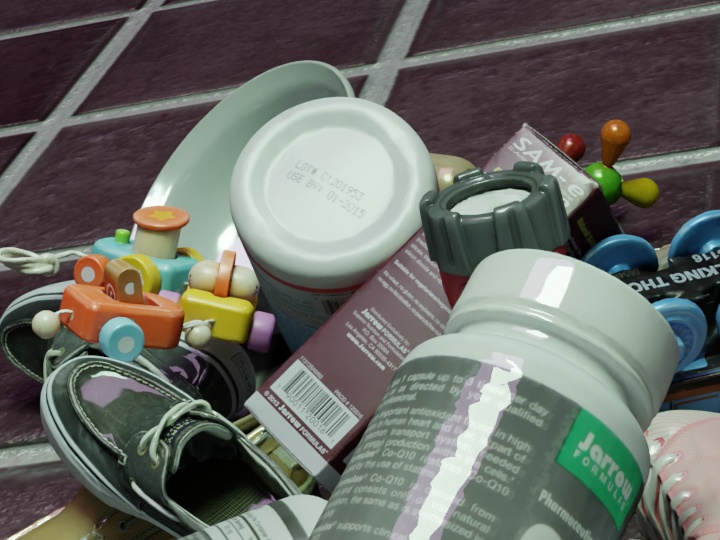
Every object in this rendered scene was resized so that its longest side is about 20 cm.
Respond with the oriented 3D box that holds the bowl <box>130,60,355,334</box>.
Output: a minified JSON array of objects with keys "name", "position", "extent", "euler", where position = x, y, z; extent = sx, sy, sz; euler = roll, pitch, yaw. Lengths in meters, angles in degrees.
[{"name":"bowl","position":[-0.052,-0.028,1.351],"extent":[0.201,0.090,0.201],"euler":[-32,36,28]}]

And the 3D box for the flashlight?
[{"name":"flashlight","position":[0.080,0.051,0.999],"extent":[0.068,0.200,0.068],"euler":[-21,24,-12]}]

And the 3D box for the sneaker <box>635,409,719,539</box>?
[{"name":"sneaker","position":[0.158,0.119,0.957],"extent":[0.105,0.075,0.200],"euler":[3,21,27]}]

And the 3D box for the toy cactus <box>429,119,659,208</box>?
[{"name":"toy cactus","position":[0.085,-0.045,1.322],"extent":[0.165,0.102,0.200],"euler":[20,38,29]}]

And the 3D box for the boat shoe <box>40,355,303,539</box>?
[{"name":"boat shoe","position":[-0.080,0.096,1.049],"extent":[0.200,0.071,0.072],"euler":[34,59,21]}]

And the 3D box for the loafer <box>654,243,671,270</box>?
[{"name":"loafer","position":[0.145,0.026,1.178],"extent":[0.200,0.072,0.063],"euler":[-23,7,11]}]

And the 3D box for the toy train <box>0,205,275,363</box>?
[{"name":"toy train","position":[-0.129,0.000,1.200],"extent":[0.150,0.056,0.200],"euler":[8,13,-27]}]

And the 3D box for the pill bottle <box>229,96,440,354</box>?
[{"name":"pill bottle","position":[0.000,0.000,1.155],"extent":[0.109,0.200,0.109],"euler":[-4,62,8]}]

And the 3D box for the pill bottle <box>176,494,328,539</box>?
[{"name":"pill bottle","position":[-0.047,0.167,0.923],"extent":[0.200,0.116,0.116],"euler":[-20,24,-13]}]

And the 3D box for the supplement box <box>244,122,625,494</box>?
[{"name":"supplement box","position":[0.046,0.032,1.072],"extent":[0.200,0.109,0.061],"euler":[-44,60,-4]}]

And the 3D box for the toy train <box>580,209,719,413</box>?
[{"name":"toy train","position":[0.187,0.034,1.065],"extent":[0.200,0.114,0.087],"euler":[-12,37,-13]}]

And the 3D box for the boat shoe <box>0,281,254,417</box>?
[{"name":"boat shoe","position":[-0.158,0.055,1.276],"extent":[0.200,0.072,0.071],"euler":[8,28,39]}]

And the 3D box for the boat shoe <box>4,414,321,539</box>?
[{"name":"boat shoe","position":[-0.123,0.123,1.116],"extent":[0.200,0.076,0.072],"euler":[-22,24,-15]}]

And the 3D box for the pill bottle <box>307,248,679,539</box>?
[{"name":"pill bottle","position":[0.047,0.097,0.846],"extent":[0.113,0.113,0.200],"euler":[6,56,39]}]
